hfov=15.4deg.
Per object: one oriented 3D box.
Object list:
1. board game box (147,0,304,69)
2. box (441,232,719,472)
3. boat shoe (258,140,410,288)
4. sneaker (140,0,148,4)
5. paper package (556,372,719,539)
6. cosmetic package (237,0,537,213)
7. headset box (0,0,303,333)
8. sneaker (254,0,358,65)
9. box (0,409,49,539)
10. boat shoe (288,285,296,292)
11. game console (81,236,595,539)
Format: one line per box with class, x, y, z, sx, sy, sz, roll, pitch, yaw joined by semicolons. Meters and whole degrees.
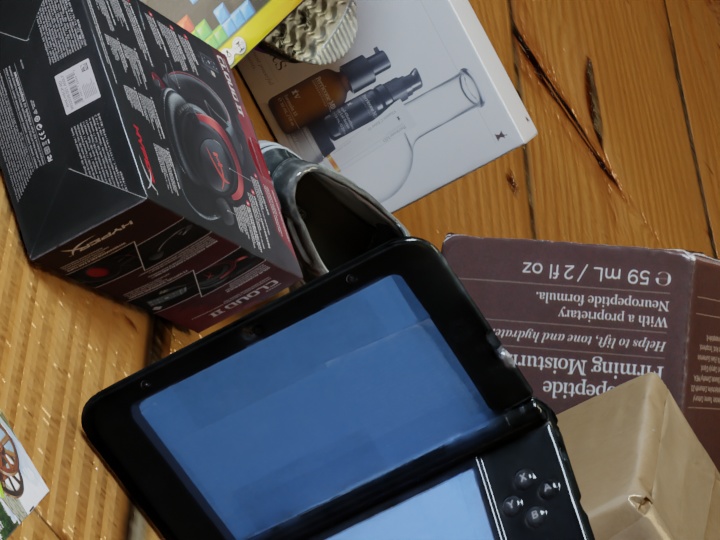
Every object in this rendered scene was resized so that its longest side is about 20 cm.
board game box;-0.096;-0.215;1.564;0.200;0.057;0.166;-48;114;-35
box;0.144;0.085;1.679;0.164;0.165;0.201;12;83;-69
boat shoe;0.000;0.000;1.543;0.200;0.072;0.071;38;-10;-37
sneaker;-0.188;-0.186;1.414;0.200;0.078;0.100;40;33;-32
paper package;0.101;0.166;1.494;0.104;0.200;0.191;58;19;-12
cosmetic package;0.003;-0.141;1.751;0.200;0.151;0.052;61;17;-3
headset box;-0.114;-0.060;1.415;0.200;0.075;0.149;27;39;-62
sneaker;-0.102;-0.192;1.669;0.200;0.070;0.099;37;-11;-27
box;-0.208;0.034;1.062;0.200;0.038;0.137;60;17;-9
boat shoe;0.008;0.011;1.666;0.200;0.075;0.062;36;31;-51
game console;-0.009;0.114;1.248;0.116;0.200;0.176;37;31;-53
